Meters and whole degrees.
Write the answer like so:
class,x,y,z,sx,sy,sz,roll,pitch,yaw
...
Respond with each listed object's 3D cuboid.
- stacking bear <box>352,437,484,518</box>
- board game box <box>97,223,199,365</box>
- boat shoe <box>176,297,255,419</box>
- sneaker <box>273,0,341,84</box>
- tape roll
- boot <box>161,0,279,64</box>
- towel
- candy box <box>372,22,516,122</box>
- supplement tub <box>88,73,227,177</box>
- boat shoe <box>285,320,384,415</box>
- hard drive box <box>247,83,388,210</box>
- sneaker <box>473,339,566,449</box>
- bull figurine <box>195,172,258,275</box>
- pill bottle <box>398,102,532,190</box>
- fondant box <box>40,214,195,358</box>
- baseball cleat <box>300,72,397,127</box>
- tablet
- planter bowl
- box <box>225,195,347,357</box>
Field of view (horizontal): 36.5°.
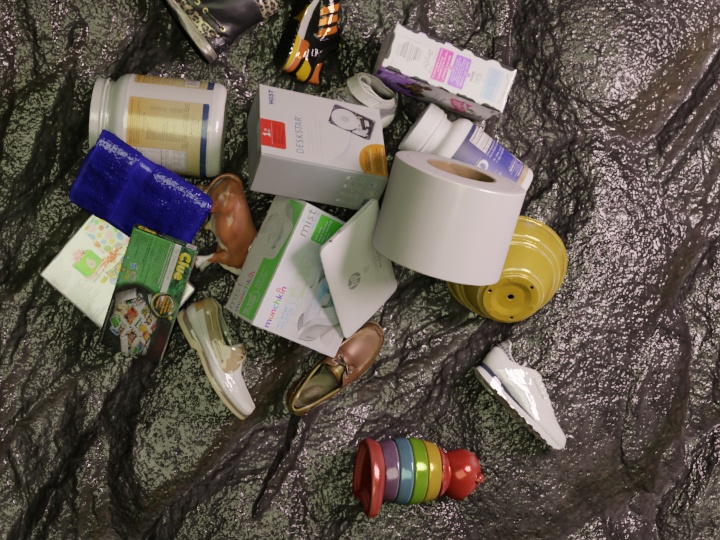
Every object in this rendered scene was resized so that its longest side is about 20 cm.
class,x,y,z,sx,sy,sz,roll,pitch,yaw
stacking bear,0.099,0.328,1.758,0.197,0.121,0.115,3,99,-15
board game box,-0.323,0.038,1.654,0.104,0.024,0.202,22,110,-3
boat shoe,-0.215,0.138,1.731,0.068,0.075,0.202,-30,94,2
sneaker,-0.062,-0.393,1.737,0.089,0.070,0.202,29,82,-32
tape roll,0.128,-0.079,1.592,0.200,0.203,0.141,15,106,-6
boot,-0.236,-0.449,1.708,0.153,0.073,0.205,-33,99,-6
towel,-0.332,-0.102,1.633,0.199,0.050,0.148,31,129,-8
candy box,0.125,-0.304,1.699,0.198,0.168,0.072,20,90,-6
supplement tub,-0.308,-0.224,1.672,0.197,0.144,0.147,5,92,-5
boat shoe,-0.036,0.162,1.752,0.200,0.068,0.072,-45,94,-3
hard drive box,-0.067,-0.183,1.645,0.197,0.077,0.157,8,48,-18
sneaker,0.277,0.208,1.786,0.080,0.076,0.200,-43,97,-12
bull figurine,-0.209,-0.052,1.718,0.120,0.065,0.203,-15,107,-1
pill bottle,0.163,-0.169,1.732,0.199,0.120,0.120,37,89,-5
fondant box,-0.379,0.017,1.719,0.200,0.058,0.145,42,89,-7
baseball cleat,-0.040,-0.272,1.717,0.197,0.107,0.071,-1,56,-12
tablet,0.000,0.000,1.662,0.014,0.201,0.130,27,58,34
planter bowl,0.233,0.020,1.717,0.197,0.084,0.202,0,127,0
box,-0.086,0.006,1.693,0.175,0.096,0.202,26,89,-39
